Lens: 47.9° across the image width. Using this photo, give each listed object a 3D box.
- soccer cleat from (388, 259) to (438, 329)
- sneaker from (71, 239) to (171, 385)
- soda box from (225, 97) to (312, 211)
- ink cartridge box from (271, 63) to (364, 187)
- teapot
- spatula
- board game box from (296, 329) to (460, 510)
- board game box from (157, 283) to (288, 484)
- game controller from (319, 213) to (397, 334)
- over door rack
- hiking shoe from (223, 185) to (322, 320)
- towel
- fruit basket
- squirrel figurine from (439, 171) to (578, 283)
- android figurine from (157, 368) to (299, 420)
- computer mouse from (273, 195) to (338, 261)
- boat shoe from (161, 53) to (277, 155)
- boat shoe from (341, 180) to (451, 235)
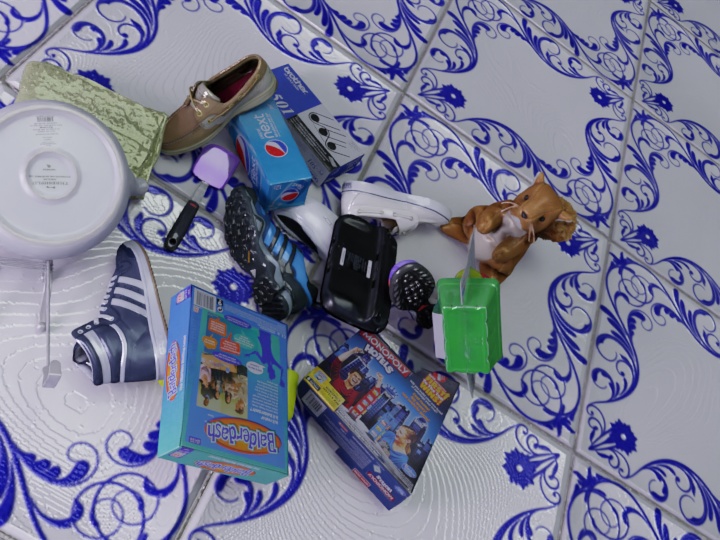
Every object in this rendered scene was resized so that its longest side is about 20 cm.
[{"bbox_3d":[0.076,0.022,1.178,0.073,0.068,0.200,62,7,28],"label":"soccer cleat"},{"bbox_3d":[-0.297,0.049,0.970,0.108,0.070,0.200,-10,56,-22],"label":"sneaker"},{"bbox_3d":[-0.143,-0.187,1.203,0.068,0.064,0.200,-13,60,-24],"label":"soda box"},{"bbox_3d":[-0.092,-0.235,1.305,0.200,0.044,0.094,50,46,6],"label":"ink cartridge box"},{"bbox_3d":[-0.379,-0.101,0.966,0.200,0.146,0.198,42,70,-18],"label":"teapot"},{"bbox_3d":[-0.231,-0.103,1.145,0.056,0.021,0.200,32,49,-14],"label":"spatula"},{"bbox_3d":[0.038,0.181,1.104,0.200,0.062,0.200,47,44,7],"label":"board game box"},{"bbox_3d":[-0.153,0.133,0.943,0.152,0.045,0.200,28,45,-38],"label":"board game box"},{"bbox_3d":[0.000,0.000,1.161,0.104,0.042,0.200,20,44,-10],"label":"game controller"},{"bbox_3d":[-0.412,0.055,0.882,0.148,0.067,0.200,8,36,-29],"label":"over door rack"},{"bbox_3d":[-0.127,-0.027,1.137,0.087,0.074,0.200,-13,78,-46],"label":"hiking shoe"},{"bbox_3d":[-0.367,-0.184,1.084,0.200,0.036,0.149,21,65,-20],"label":"towel"},{"bbox_3d":[0.155,0.055,1.179,0.094,0.186,0.200,-3,26,8],"label":"fruit basket"},{"bbox_3d":[0.272,-0.087,1.346,0.200,0.187,0.142,-20,73,-40],"label":"squirrel figurine"},{"bbox_3d":[-0.162,0.140,1.016,0.182,0.041,0.200,20,52,-21],"label":"android figurine"},{"bbox_3d":[-0.044,-0.050,1.215,0.200,0.044,0.110,39,49,-5],"label":"computer mouse"},{"bbox_3d":[-0.214,-0.242,1.158,0.200,0.066,0.074,-38,63,-8],"label":"boat shoe"},{"bbox_3d":[0.057,-0.088,1.300,0.200,0.071,0.070,12,82,-31],"label":"boat shoe"}]
